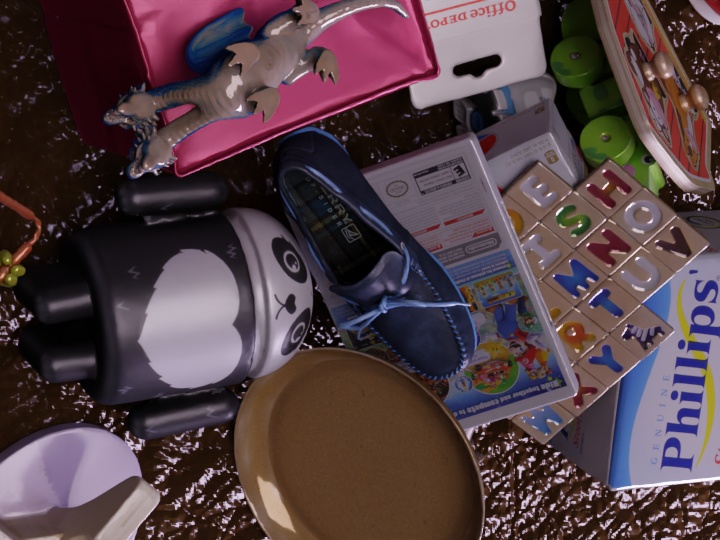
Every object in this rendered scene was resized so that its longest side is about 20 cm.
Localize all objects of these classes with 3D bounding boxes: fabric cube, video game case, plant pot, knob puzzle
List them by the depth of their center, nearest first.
[{"bbox_3d":[-0.093,-0.191,1.586,0.196,0.199,0.200,-22,107,-19],"label":"fabric cube"},{"bbox_3d":[0.049,0.017,1.670,0.143,0.018,0.200,-18,107,17],"label":"video game case"},{"bbox_3d":[0.003,0.141,1.704,0.027,0.200,0.200,-38,116,-52],"label":"plant pot"},{"bbox_3d":[0.216,-0.142,1.737,0.030,0.220,0.220,-23,111,19],"label":"knob puzzle"}]

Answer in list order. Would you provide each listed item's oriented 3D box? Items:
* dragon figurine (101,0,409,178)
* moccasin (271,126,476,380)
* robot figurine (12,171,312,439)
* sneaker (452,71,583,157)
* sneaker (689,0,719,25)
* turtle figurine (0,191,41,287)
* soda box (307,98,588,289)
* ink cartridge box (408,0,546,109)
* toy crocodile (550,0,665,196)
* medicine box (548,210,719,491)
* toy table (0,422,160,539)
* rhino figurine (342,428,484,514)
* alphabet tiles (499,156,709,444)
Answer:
[{"bbox_3d":[-0.067,-0.125,1.467,0.200,0.099,0.059,-40,111,-33],"label":"dragon figurine"},{"bbox_3d":[0.000,0.000,1.624,0.080,0.068,0.200,-37,102,22],"label":"moccasin"},{"bbox_3d":[-0.130,0.024,1.643,0.200,0.150,0.125,-9,57,-22],"label":"robot figurine"},{"bbox_3d":[0.131,-0.052,1.777,0.087,0.075,0.200,-18,108,-30],"label":"sneaker"},{"bbox_3d":[0.252,-0.259,1.768,0.200,0.115,0.078,42,81,-23],"label":"sneaker"},{"bbox_3d":[-0.320,0.006,1.594,0.200,0.064,0.162,9,101,-25],"label":"turtle figurine"},{"bbox_3d":[0.059,-0.042,1.698,0.200,0.068,0.064,-26,110,15],"label":"soda box"},{"bbox_3d":[0.055,-0.224,1.716,0.116,0.067,0.200,-16,103,-20],"label":"ink cartridge box"},{"bbox_3d":[0.183,-0.111,1.742,0.062,0.200,0.068,-21,144,8],"label":"toy crocodile"},{"bbox_3d":[0.255,0.056,1.808,0.200,0.103,0.183,-4,110,-26],"label":"medicine box"},{"bbox_3d":[-0.215,0.202,1.642,0.184,0.117,0.200,30,87,-24],"label":"toy table"},{"bbox_3d":[0.065,0.098,1.776,0.200,0.060,0.088,-24,111,-22],"label":"rhino figurine"},{"bbox_3d":[0.137,0.015,1.686,0.167,0.008,0.200,38,115,-20],"label":"alphabet tiles"}]
